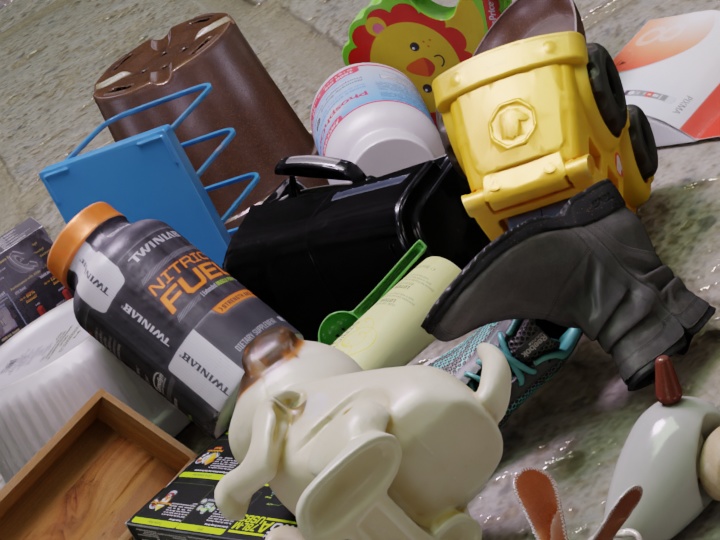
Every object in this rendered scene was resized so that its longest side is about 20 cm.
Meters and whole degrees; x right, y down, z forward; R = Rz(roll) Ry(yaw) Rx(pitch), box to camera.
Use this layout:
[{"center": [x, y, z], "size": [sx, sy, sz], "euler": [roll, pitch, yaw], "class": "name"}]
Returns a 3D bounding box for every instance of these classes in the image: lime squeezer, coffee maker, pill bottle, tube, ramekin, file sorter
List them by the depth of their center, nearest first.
[{"center": [0.004, 0.062, 1.633], "size": [0.200, 0.052, 0.058], "euler": [-41, -15, -33], "class": "tube"}, {"center": [-0.023, 0.057, 1.675], "size": [0.200, 0.038, 0.071], "euler": [-41, 3, -29], "class": "lime squeezer"}, {"center": [-0.148, 0.032, 1.748], "size": [0.106, 0.200, 0.106], "euler": [-47, -16, -18], "class": "pill bottle"}, {"center": [0.000, 0.000, 1.819], "size": [0.199, 0.135, 0.193], "euler": [-11, 52, 42], "class": "coffee maker"}, {"center": [-0.228, 0.096, 1.865], "size": [0.200, 0.105, 0.200], "euler": [-29, 17, 10], "class": "ramekin"}, {"center": [-0.157, -0.044, 1.985], "size": [0.138, 0.201, 0.123], "euler": [-16, 22, 30], "class": "file sorter"}, {"center": [0.017, -0.110, 2.032], "size": [0.108, 0.109, 0.200], "euler": [-28, 21, 3], "class": "pill bottle"}]

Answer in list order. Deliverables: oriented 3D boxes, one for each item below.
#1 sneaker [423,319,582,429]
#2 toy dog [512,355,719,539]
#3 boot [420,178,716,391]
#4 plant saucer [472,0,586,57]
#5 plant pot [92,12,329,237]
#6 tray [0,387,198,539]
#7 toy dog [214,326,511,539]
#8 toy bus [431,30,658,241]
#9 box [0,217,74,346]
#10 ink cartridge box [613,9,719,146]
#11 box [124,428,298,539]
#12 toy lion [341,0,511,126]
[{"center": [0.094, 0.064, 1.552], "size": [0.200, 0.078, 0.091], "euler": [-46, -2, -32], "class": "sneaker"}, {"center": [0.155, 0.127, 1.342], "size": [0.132, 0.097, 0.200], "euler": [-9, 29, 42], "class": "toy dog"}, {"center": [0.145, 0.027, 1.499], "size": [0.200, 0.132, 0.070], "euler": [-30, -14, -33], "class": "boot"}, {"center": [0.139, -0.150, 1.962], "size": [0.200, 0.032, 0.201], "euler": [-48, 29, 39], "class": "plant saucer"}, {"center": [-0.141, -0.122, 2.139], "size": [0.200, 0.199, 0.200], "euler": [-24, 22, 11], "class": "plant pot"}, {"center": [-0.216, 0.184, 1.691], "size": [0.200, 0.098, 0.037], "euler": [-47, -14, -40], "class": "tray"}, {"center": [-0.013, 0.105, 1.456], "size": [0.200, 0.139, 0.194], "euler": [22, 78, 54], "class": "toy dog"}, {"center": [0.152, -0.051, 1.696], "size": [0.135, 0.200, 0.193], "euler": [-19, 57, 18], "class": "toy bus"}, {"center": [-0.327, 0.074, 1.991], "size": [0.200, 0.158, 0.050], "euler": [-35, 22, -13], "class": "box"}, {"center": [0.285, -0.165, 1.902], "size": [0.200, 0.050, 0.162], "euler": [-9, 29, 48], "class": "ink cartridge box"}, {"center": [-0.042, 0.145, 1.624], "size": [0.200, 0.048, 0.193], "euler": [-1, 36, 50], "class": "box"}, {"center": [0.072, -0.219, 2.103], "size": [0.191, 0.201, 0.069], "euler": [3, 35, 22], "class": "toy lion"}]
